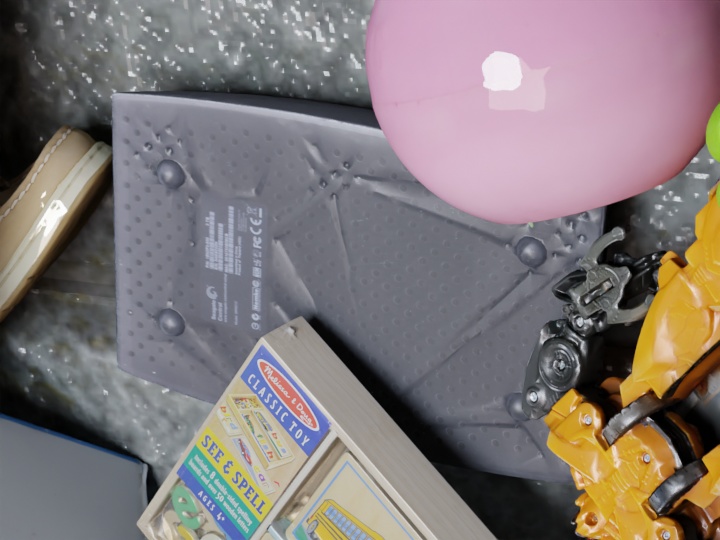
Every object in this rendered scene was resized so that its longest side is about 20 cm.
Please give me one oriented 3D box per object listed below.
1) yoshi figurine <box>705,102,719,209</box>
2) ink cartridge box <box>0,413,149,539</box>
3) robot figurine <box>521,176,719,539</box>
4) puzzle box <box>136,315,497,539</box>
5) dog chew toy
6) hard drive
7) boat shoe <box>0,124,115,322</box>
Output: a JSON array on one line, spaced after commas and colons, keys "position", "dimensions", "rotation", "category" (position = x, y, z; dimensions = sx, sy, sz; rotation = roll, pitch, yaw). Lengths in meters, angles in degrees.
[{"position": [0.189, -0.040, 0.619], "dimensions": [0.199, 0.113, 0.112], "rotation": [-12, 149, 20], "category": "yoshi figurine"}, {"position": [-0.200, 0.169, 0.962], "dimensions": [0.147, 0.145, 0.200], "rotation": [21, 132, -31], "category": "ink cartridge box"}, {"position": [0.140, 0.031, 0.762], "dimensions": [0.200, 0.058, 0.145], "rotation": [-49, 63, 37], "category": "robot figurine"}, {"position": [0.006, 0.132, 0.872], "dimensions": [0.200, 0.025, 0.133], "rotation": [48, 133, 14], "category": "puzzle box"}, {"position": [0.049, -0.120, 0.749], "dimensions": [0.124, 0.124, 0.201], "rotation": [-11, 101, 30], "category": "dog chew toy"}, {"position": [0.000, 0.000, 0.874], "dimensions": [0.199, 0.042, 0.136], "rotation": [12, 119, 20], "category": "hard drive"}, {"position": [-0.175, -0.002, 0.941], "dimensions": [0.069, 0.074, 0.200], "rotation": [43, 126, -6], "category": "boat shoe"}]
